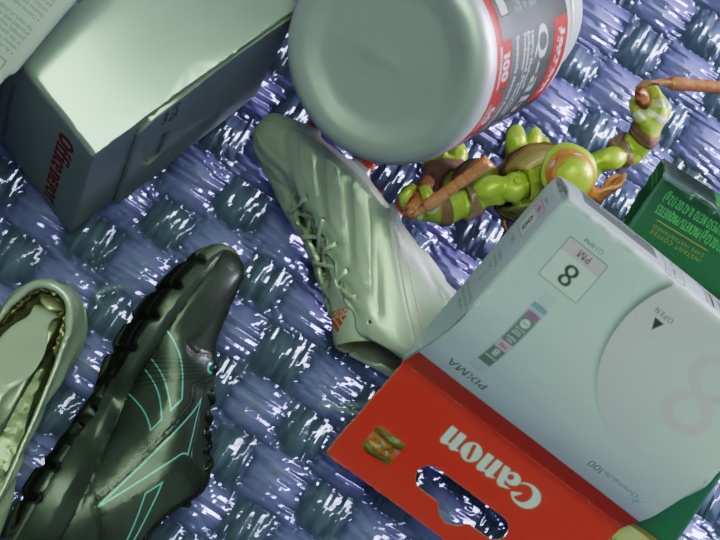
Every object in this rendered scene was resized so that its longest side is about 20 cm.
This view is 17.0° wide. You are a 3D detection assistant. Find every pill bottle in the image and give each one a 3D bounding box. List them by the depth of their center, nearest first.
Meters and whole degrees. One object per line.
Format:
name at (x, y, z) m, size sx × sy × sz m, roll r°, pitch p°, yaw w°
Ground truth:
pill bottle at (0.048, -0.131, 1.308) m, size 0.115 × 0.200 × 0.117 m, roll 6°, pitch 106°, yaw 21°

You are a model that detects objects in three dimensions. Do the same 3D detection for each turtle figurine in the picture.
turtle figurine at (0.104, -0.055, 1.323) m, size 0.199 × 0.161 × 0.065 m, roll -24°, pitch 99°, yaw -13°

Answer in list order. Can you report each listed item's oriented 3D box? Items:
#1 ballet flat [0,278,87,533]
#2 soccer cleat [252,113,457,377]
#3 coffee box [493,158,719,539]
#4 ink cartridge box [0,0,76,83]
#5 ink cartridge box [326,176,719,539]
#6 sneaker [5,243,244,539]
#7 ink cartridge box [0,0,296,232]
ballet flat at (-0.203, 0.088, 1.267) m, size 0.069 × 0.069 × 0.201 m, roll 27°, pitch 71°, yaw -4°
soccer cleat at (0.000, 0.000, 1.338) m, size 0.077 × 0.069 × 0.200 m, roll -41°, pitch 89°, yaw -16°
coffee box at (0.161, 0.056, 1.313) m, size 0.122 × 0.044 × 0.201 m, roll 32°, pitch 107°, yaw -4°
ink cartridge box at (-0.213, -0.173, 1.189) m, size 0.161 × 0.050 × 0.200 m, roll 39°, pitch 96°, yaw -12°
ink cartridge box at (0.104, 0.076, 1.269) m, size 0.162 × 0.057 × 0.200 m, roll 37°, pitch 102°, yaw -13°
sneaker at (-0.111, 0.080, 1.295) m, size 0.079 × 0.075 × 0.201 m, roll 33°, pitch 79°, yaw -12°
ink cartridge box at (-0.155, -0.153, 1.303) m, size 0.144 × 0.145 × 0.201 m, roll -36°, pitch 86°, yaw -18°
